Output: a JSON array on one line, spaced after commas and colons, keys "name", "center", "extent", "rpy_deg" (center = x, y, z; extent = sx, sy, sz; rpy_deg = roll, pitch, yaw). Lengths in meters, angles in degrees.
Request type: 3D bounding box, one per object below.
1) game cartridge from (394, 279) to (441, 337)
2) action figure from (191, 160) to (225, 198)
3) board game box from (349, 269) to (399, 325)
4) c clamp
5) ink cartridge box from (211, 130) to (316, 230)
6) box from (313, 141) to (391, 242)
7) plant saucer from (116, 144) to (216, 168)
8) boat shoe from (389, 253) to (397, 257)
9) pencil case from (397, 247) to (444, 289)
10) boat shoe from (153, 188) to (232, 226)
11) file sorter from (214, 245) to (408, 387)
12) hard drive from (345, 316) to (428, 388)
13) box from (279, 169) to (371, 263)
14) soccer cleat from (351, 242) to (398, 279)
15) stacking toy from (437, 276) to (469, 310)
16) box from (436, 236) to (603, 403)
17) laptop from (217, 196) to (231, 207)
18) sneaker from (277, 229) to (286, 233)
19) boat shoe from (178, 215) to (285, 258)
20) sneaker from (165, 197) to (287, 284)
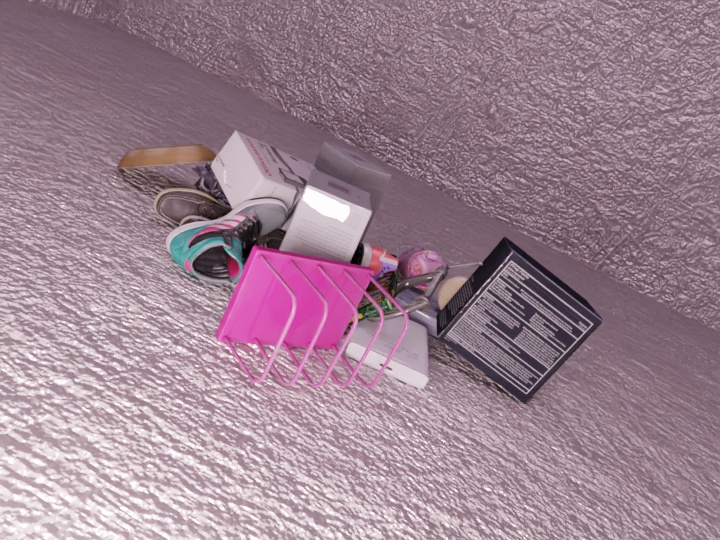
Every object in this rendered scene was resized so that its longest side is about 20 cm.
[{"name": "game cartridge", "center": [0.132, 0.083, 1.247], "extent": [0.200, 0.040, 0.133], "rpy_deg": [28, 14, 6]}, {"name": "action figure", "center": [-0.254, -0.171, 1.220], "extent": [0.119, 0.102, 0.200], "rpy_deg": [23, 35, 2]}, {"name": "board game box", "center": [0.012, 0.044, 1.096], "extent": [0.023, 0.105, 0.200], "rpy_deg": [64, 12, -12]}, {"name": "c clamp", "center": [0.100, 0.032, 1.073], "extent": [0.171, 0.027, 0.200], "rpy_deg": [-11, 18, 31]}, {"name": "ink cartridge box", "center": [-0.146, -0.147, 1.130], "extent": [0.200, 0.084, 0.146], "rpy_deg": [17, 31, -47]}, {"name": "box", "center": [-0.046, -0.165, 1.438], "extent": [0.106, 0.200, 0.152], "rpy_deg": [9, 23, -40]}, {"name": "plant saucer", "center": [-0.387, -0.231, 1.270], "extent": [0.200, 0.035, 0.200], "rpy_deg": [-4, 11, 1]}, {"name": "boat shoe", "center": [-0.007, -0.031, 1.327], "extent": [0.199, 0.066, 0.075], "rpy_deg": [18, 19, -23]}, {"name": "pencil case", "center": [0.128, -0.008, 1.359], "extent": [0.087, 0.087, 0.200], "rpy_deg": [25, 4, -3]}, {"name": "boat shoe", "center": [-0.265, -0.091, 1.126], "extent": [0.200, 0.073, 0.065], "rpy_deg": [16, 14, -30]}, {"name": "file sorter", "center": [-0.057, 0.072, 0.831], "extent": [0.200, 0.139, 0.125], "rpy_deg": [10, 24, -41]}, {"name": "hard drive", "center": [0.048, 0.115, 1.043], "extent": [0.132, 0.027, 0.200], "rpy_deg": [25, 18, -2]}, {"name": "box", "center": [-0.070, -0.040, 1.009], "extent": [0.106, 0.200, 0.152], "rpy_deg": [22, 17, -8]}, {"name": "soccer cleat", "center": [0.000, 0.000, 1.131], "extent": [0.073, 0.068, 0.200], "rpy_deg": [14, -15, -16]}, {"name": "stacking toy", "center": [0.234, 0.060, 1.284], "extent": [0.085, 0.085, 0.200], "rpy_deg": [35, 14, 29]}, {"name": "box", "center": [0.272, 0.084, 1.106], "extent": [0.200, 0.198, 0.123], "rpy_deg": [38, 17, -5]}, {"name": "laptop", "center": [-0.201, -0.167, 1.357], "extent": [0.187, 0.116, 0.200], "rpy_deg": [18, 7, -22]}, {"name": "sneaker", "center": [-0.179, -0.093, 1.231], "extent": [0.200, 0.088, 0.075], "rpy_deg": [20, 20, -13]}, {"name": "boat shoe", "center": [-0.215, -0.045, 1.091], "extent": [0.200, 0.067, 0.057], "rpy_deg": [9, 39, -33]}, {"name": "sneaker", "center": [-0.192, -0.043, 0.982], "extent": [0.200, 0.084, 0.121], "rpy_deg": [-23, 43, -16]}]
